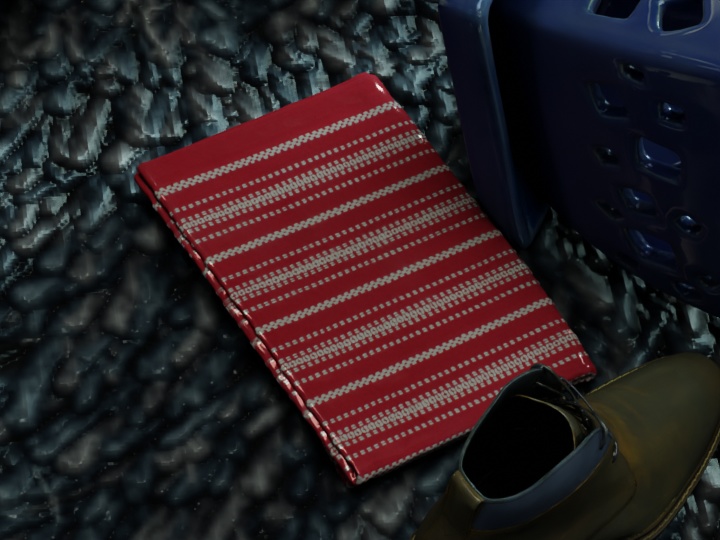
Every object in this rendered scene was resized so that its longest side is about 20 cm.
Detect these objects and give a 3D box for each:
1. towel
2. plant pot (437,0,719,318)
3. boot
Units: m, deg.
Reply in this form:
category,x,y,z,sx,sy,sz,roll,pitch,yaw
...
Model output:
category,x,y,z,sx,sy,sz,roll,pitch,yaw
towel,0.000,0.000,1.264,0.144,0.023,0.200,-23,63,-27
plant pot,0.149,-0.111,1.253,0.179,0.201,0.201,13,57,22
boot,0.101,0.079,1.176,0.075,0.097,0.200,42,58,20
